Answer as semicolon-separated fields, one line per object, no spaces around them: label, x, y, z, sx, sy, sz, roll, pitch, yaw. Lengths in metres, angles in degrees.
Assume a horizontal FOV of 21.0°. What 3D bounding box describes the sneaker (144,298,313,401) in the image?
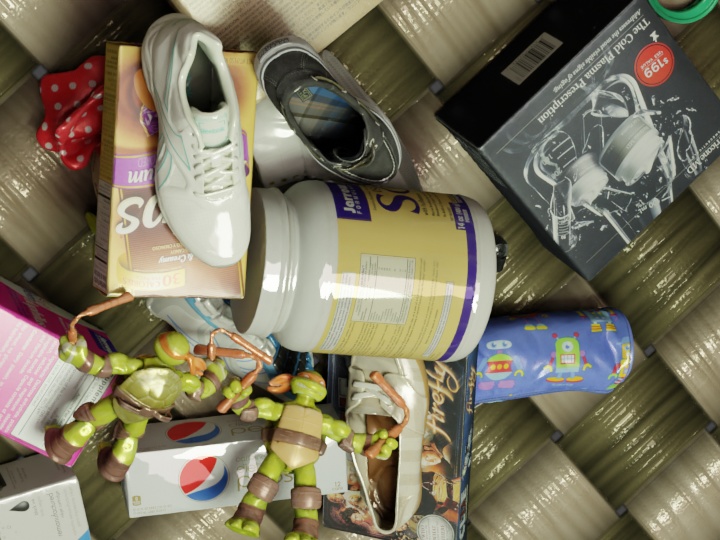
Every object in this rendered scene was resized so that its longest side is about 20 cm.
sneaker;-0.116;0.058;1.728;0.086;0.075;0.200;-18;135;28

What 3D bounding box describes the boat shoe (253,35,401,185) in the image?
boat shoe;-0.017;-0.114;1.578;0.070;0.066;0.200;-32;142;6

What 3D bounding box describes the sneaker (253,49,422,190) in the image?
sneaker;-0.031;-0.100;1.700;0.115;0.074;0.200;-27;133;15

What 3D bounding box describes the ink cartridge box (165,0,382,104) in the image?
ink cartridge box;-0.068;-0.265;1.610;0.200;0.075;0.165;-39;117;-2

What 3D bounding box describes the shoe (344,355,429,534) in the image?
shoe;0.024;0.141;1.739;0.070;0.053;0.201;2;109;22

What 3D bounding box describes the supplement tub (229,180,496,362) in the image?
supplement tub;0.000;0.000;1.643;0.199;0.145;0.146;5;108;-18

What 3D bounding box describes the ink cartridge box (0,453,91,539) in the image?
ink cartridge box;-0.339;0.244;1.702;0.199;0.068;0.116;-16;114;-15

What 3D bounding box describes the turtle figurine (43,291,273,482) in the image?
turtle figurine;-0.174;0.103;1.580;0.200;0.064;0.161;13;127;-42

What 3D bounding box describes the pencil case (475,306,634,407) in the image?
pencil case;0.158;0.083;1.828;0.199;0.078;0.087;-5;84;-19

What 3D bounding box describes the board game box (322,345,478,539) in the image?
board game box;0.035;0.154;1.789;0.135;0.035;0.201;9;111;20

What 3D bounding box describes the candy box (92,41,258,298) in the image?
candy box;-0.148;-0.079;1.559;0.116;0.056;0.201;1;99;-20

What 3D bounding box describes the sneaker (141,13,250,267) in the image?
sneaker;-0.123;-0.095;1.495;0.070;0.080;0.201;-16;105;-20

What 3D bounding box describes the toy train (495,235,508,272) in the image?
toy train;0.042;0.005;1.782;0.199;0.034;0.046;-12;126;-18

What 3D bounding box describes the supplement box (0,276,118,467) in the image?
supplement box;-0.308;0.067;1.628;0.200;0.101;0.104;32;96;-29

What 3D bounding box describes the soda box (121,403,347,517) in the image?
soda box;-0.115;0.169;1.746;0.199;0.068;0.064;-6;109;-10

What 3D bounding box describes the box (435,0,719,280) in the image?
box;0.207;-0.131;1.753;0.200;0.104;0.182;-44;120;-1

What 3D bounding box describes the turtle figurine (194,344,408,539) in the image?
turtle figurine;-0.067;0.150;1.672;0.199;0.064;0.162;19;75;-16

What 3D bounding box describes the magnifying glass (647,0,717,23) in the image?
magnifying glass;0.257;-0.302;1.756;0.080;0.022;0.200;-47;121;1

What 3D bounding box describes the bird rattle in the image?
bird rattle;-0.184;-0.089;1.642;0.163;0.113;0.201;-21;103;-26
